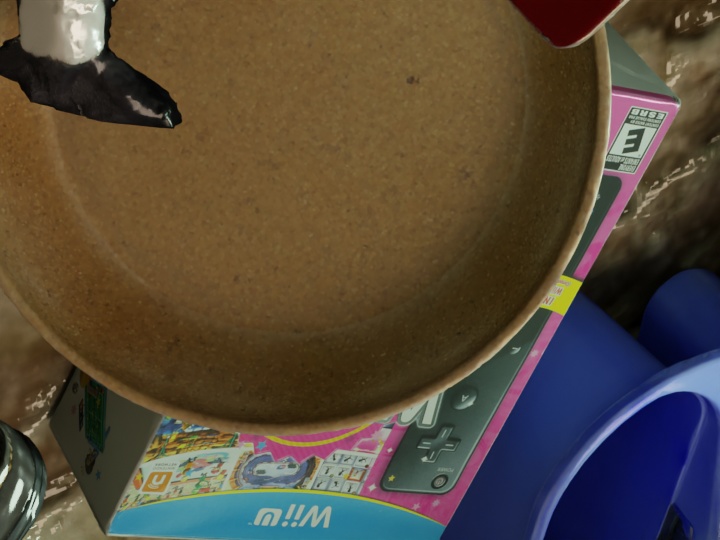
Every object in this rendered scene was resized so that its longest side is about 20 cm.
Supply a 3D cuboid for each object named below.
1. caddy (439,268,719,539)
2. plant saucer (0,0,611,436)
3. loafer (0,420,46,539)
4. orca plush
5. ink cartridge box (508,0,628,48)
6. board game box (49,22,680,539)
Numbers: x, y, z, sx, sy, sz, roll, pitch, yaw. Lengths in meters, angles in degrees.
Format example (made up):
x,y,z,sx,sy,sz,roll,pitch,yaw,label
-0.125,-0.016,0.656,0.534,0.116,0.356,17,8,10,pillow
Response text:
x,y,z,sx,sy,sz,roll,pitch,yaw,label
0.111,0.096,0.978,0.141,0.105,0.200,-8,131,-27,caddy
-0.025,-0.053,0.733,0.200,0.200,0.035,-47,179,12,plant saucer
-0.197,0.106,0.813,0.200,0.073,0.072,-35,134,-3,loafer
-0.048,-0.134,0.674,0.071,0.105,0.201,-24,128,-40,orca plush
0.048,-0.182,0.613,0.176,0.200,0.084,-45,137,8,ink cartridge box
0.000,0.000,0.852,0.147,0.064,0.200,7,123,-36,board game box
